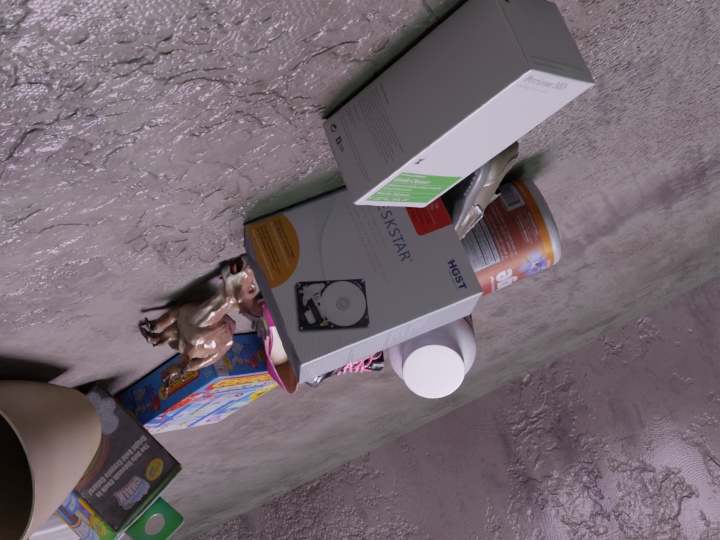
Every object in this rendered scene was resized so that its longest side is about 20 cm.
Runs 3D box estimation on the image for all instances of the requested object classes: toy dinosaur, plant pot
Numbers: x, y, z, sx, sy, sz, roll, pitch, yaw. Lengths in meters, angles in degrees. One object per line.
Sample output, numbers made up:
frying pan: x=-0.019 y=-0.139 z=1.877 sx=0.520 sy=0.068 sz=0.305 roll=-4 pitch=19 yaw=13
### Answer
toy dinosaur: x=-0.167 y=0.067 z=1.261 sx=0.134 sy=0.087 sz=0.200 roll=-25 pitch=172 yaw=-23
plant pot: x=-0.375 y=0.197 z=1.230 sx=0.186 sy=0.189 sz=0.200 roll=-29 pitch=177 yaw=20

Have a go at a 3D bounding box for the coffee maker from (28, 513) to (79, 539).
coffee maker: x=-0.476 y=0.347 z=1.603 sx=0.197 sy=0.137 sz=0.192 roll=-16 pitch=173 yaw=-13

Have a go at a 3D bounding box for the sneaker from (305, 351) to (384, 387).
sneaker: x=-0.011 y=0.102 z=1.463 sx=0.079 sy=0.095 sz=0.200 roll=-52 pitch=177 yaw=32

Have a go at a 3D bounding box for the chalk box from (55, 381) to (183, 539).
chalk box: x=-0.313 y=0.267 z=1.415 sx=0.124 sy=0.200 sz=0.124 roll=-44 pitch=179 yaw=-34

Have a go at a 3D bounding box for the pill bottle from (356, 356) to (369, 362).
pill bottle: x=-0.019 y=0.032 z=1.295 sx=0.114 sy=0.117 sz=0.200 roll=-23 pitch=165 yaw=-4

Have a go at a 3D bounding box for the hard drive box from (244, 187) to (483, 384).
hard drive box: x=0.000 y=0.000 z=1.139 sx=0.198 sy=0.157 sz=0.077 roll=-22 pitch=164 yaw=-12

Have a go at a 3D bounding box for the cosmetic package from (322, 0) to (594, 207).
cosmetic package: x=0.077 y=-0.138 z=0.927 sx=0.199 sy=0.086 sz=0.107 roll=-34 pitch=159 yaw=37

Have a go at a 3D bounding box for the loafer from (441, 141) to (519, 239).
loafer: x=0.116 y=-0.082 z=1.194 sx=0.069 sy=0.076 sz=0.200 roll=-14 pitch=162 yaw=-20

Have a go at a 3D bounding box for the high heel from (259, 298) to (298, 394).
high heel: x=-0.095 y=0.090 z=1.409 sx=0.067 sy=0.097 sz=0.200 roll=-18 pitch=164 yaw=-19

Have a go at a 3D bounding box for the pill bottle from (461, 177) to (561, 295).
pill bottle: x=0.130 y=-0.023 z=1.343 sx=0.198 sy=0.113 sz=0.112 roll=-23 pitch=165 yaw=-3

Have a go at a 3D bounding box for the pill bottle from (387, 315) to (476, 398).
pill bottle: x=0.088 y=0.072 z=1.430 sx=0.111 sy=0.113 sz=0.201 roll=-28 pitch=-155 yaw=15

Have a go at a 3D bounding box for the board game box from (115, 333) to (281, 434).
board game box: x=-0.205 y=0.154 z=1.538 sx=0.195 sy=0.056 sz=0.199 roll=-33 pitch=163 yaw=31
